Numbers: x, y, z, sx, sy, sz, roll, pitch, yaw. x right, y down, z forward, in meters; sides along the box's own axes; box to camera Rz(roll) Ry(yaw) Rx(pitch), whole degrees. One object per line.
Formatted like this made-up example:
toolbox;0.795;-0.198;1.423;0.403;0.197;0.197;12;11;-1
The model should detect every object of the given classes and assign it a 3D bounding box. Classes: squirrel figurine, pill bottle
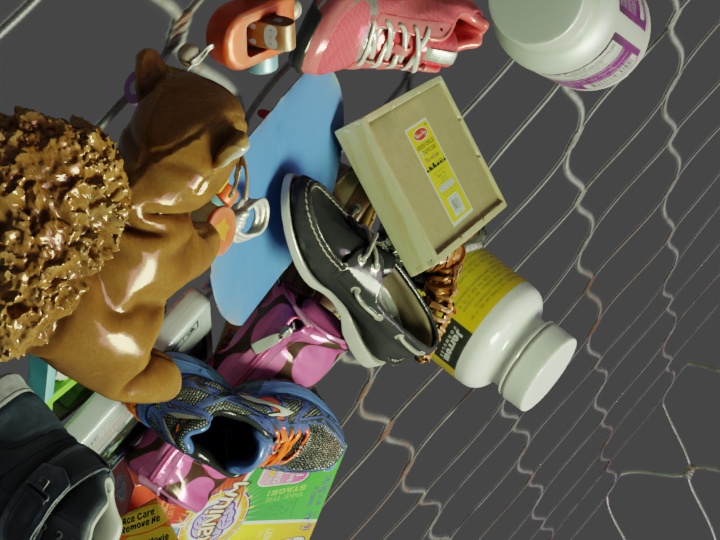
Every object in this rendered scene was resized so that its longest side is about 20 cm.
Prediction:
squirrel figurine;-0.148;-0.034;1.206;0.187;0.142;0.200;-50;156;18
pill bottle;0.097;0.036;1.871;0.111;0.199;0.112;-46;161;-21
pill bottle;0.173;-0.218;1.729;0.113;0.112;0.200;-55;162;9

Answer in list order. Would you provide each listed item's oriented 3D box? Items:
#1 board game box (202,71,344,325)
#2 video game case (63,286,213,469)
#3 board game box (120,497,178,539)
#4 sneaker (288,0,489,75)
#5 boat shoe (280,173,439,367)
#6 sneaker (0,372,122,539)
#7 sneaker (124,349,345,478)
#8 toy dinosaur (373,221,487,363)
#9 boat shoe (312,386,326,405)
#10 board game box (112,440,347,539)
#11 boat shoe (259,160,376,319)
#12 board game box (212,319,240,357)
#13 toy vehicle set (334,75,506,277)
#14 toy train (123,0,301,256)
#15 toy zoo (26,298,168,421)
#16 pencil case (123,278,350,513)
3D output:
board game box;-0.075;-0.063;1.496;0.200;0.039;0.159;-54;154;-40
video game case;-0.185;0.111;1.551;0.200;0.023;0.182;-49;172;-14
board game box;-0.193;0.339;1.628;0.199;0.201;0.200;-27;158;-8
sneaker;0.027;-0.177;1.479;0.200;0.087;0.074;-29;150;-51
boat shoe;0.000;0.000;1.525;0.074;0.060;0.201;-75;148;-42
sneaker;-0.253;0.186;1.371;0.202;0.146;0.077;-47;163;-13
sneaker;-0.084;0.122;1.501;0.199;0.079;0.076;16;114;-43
toy dinosaur;0.043;-0.019;1.724;0.201;0.134;0.103;-100;-168;-55
boat shoe;-0.105;0.158;1.816;0.199;0.066;0.075;-37;159;-41
board game box;-0.124;0.199;1.755;0.198;0.040;0.154;-9;140;-28
boat shoe;-0.030;0.008;1.641;0.076;0.073;0.202;-38;145;-58
board game box;-0.070;0.054;1.735;0.200;0.030;0.096;24;86;-74
toy vehicle set;0.052;-0.079;1.624;0.026;0.125;0.200;-26;-176;24
toy train;-0.083;-0.088;1.340;0.150;0.055;0.202;-24;129;-40
toy zoo;-0.181;0.021;1.437;0.131;0.020;0.201;-41;160;-34
pencil case;-0.098;0.099;1.585;0.200;0.091;0.094;-50;-177;8
